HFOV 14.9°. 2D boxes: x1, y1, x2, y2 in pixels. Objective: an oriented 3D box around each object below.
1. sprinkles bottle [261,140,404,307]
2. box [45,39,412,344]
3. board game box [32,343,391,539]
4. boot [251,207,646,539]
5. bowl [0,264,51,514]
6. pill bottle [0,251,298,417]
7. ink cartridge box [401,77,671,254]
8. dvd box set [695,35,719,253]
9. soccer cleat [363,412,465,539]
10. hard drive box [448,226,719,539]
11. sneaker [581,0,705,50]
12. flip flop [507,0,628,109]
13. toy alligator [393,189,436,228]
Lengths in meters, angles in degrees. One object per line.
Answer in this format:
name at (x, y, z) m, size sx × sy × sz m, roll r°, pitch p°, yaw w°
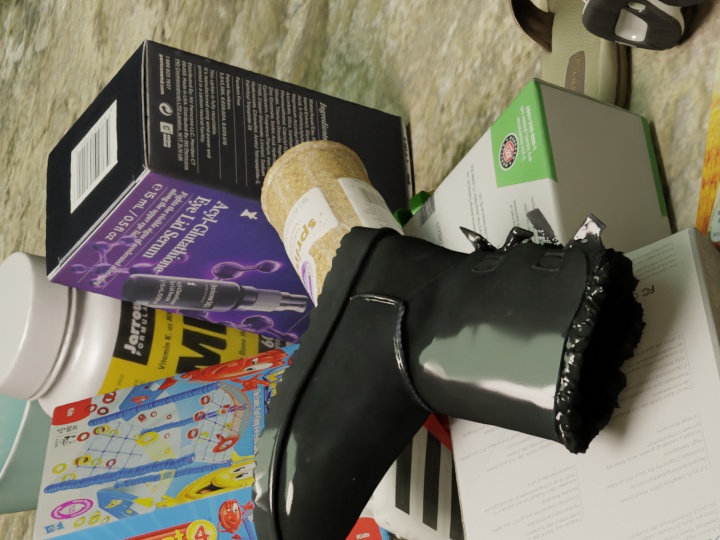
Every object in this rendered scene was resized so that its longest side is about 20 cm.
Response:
sprinkles bottle at (0.000, 0.000, 1.564) m, size 0.068 × 0.068 × 0.200 m, roll -63°, pitch 29°, yaw 21°
box at (-0.086, -0.047, 1.790) m, size 0.148 × 0.200 × 0.105 m, roll -44°, pitch 40°, yaw 46°
board game box at (-0.087, 0.118, 1.621) m, size 0.200 × 0.195 × 0.056 m, roll -98°, pitch -7°, yaw -70°
boot at (0.046, 0.063, 1.364) m, size 0.162 × 0.073 × 0.199 m, roll 7°, pitch 67°, yaw 32°
bowl at (-0.243, 0.102, 2.111) m, size 0.201 × 0.105 × 0.201 m, roll -37°, pitch 44°, yaw 49°
pill bottle at (-0.151, 0.057, 1.858) m, size 0.114 × 0.200 × 0.115 m, roll -37°, pitch 46°, yaw 50°
ink cartridge box at (0.086, 0.014, 1.560) m, size 0.200 × 0.084 × 0.146 m, roll -49°, pitch 37°, yaw 41°
dvd box set at (0.232, -0.101, 1.405) m, size 0.146 × 0.029 × 0.201 m, roll -12°, pitch 66°, yaw 61°
soccer cleat at (0.049, 0.128, 1.478) m, size 0.085 × 0.200 × 0.069 m, roll -25°, pitch 16°, yaw 25°
hard drive box at (0.131, 0.101, 1.373) m, size 0.156 × 0.077 × 0.200 m, roll -24°, pitch 49°, yaw 22°
sneaker at (0.165, -0.201, 1.485) m, size 0.201 × 0.075 × 0.116 m, roll 113°, pitch 171°, yaw -78°
flip flop at (0.116, -0.158, 1.622) m, size 0.081 × 0.057 × 0.201 m, roll -33°, pitch 48°, yaw 52°
toy alligator at (0.021, 0.009, 1.717) m, size 0.200 × 0.054 × 0.059 m, roll -56°, pitch 32°, yaw 32°
